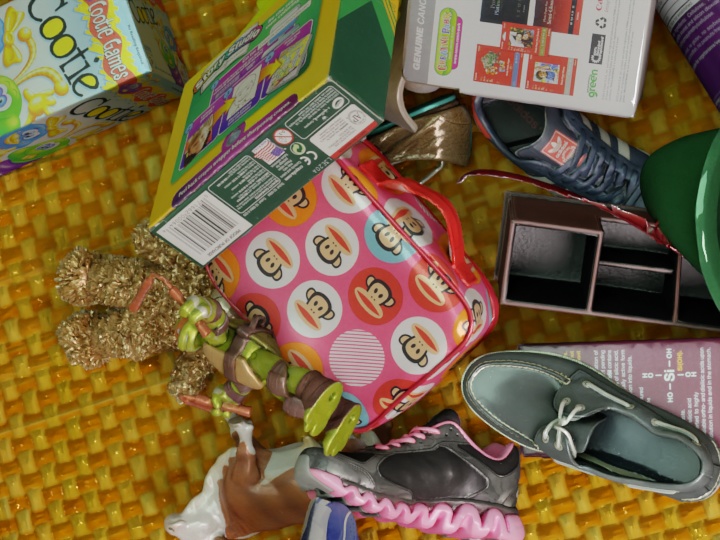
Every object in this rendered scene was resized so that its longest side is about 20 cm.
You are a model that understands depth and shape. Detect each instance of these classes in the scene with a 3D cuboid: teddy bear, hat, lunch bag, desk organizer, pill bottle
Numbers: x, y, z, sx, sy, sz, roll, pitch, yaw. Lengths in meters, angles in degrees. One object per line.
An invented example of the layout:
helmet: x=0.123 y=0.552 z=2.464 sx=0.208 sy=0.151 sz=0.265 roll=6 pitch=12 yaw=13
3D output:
teddy bear: x=-0.157 y=0.030 z=1.620 sx=0.200 sy=0.067 sz=0.145 roll=16 pitch=91 yaw=16
hat: x=0.219 y=-0.053 z=1.464 sx=0.176 sy=0.200 sz=0.166 roll=6 pitch=53 yaw=43
lunch bag: x=0.000 y=0.000 z=1.485 sx=0.176 sy=0.082 sz=0.200 roll=-43 pitch=82 yaw=26
desk organizer: x=0.203 y=-0.004 z=1.494 sx=0.200 sy=0.077 sz=0.072 roll=7 pitch=106 yaw=1
pill bottle: x=0.287 y=-0.196 z=1.507 sx=0.112 sy=0.112 sz=0.200 roll=-31 pitch=77 yaw=9

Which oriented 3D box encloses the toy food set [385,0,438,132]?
toy food set: x=0.050 y=-0.215 z=1.576 sx=0.200 sy=0.060 sz=0.144 roll=-59 pitch=37 yaw=1

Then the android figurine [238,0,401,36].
android figurine: x=-0.032 y=-0.186 z=1.568 sx=0.200 sy=0.041 sz=0.182 roll=-48 pitch=39 yaw=21

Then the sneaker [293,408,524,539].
sneaker: x=0.041 y=0.147 z=1.518 sx=0.079 sy=0.200 sz=0.095 roll=-4 pitch=73 yaw=59

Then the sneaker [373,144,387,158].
sneaker: x=-0.005 y=0.005 z=1.572 sx=0.087 sy=0.075 sz=0.200 roll=-9 pitch=98 yaw=19

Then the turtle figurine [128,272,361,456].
turtle figurine: x=-0.077 y=0.072 z=1.457 sx=0.161 sy=0.200 sz=0.064 roll=29 pitch=64 yaw=24

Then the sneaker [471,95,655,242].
sneaker: x=0.165 y=-0.084 z=1.540 sx=0.200 sy=0.085 sz=0.075 roll=33 pitch=93 yaw=15

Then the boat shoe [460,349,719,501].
boat shoe: x=0.161 y=0.107 z=1.419 sx=0.200 sy=0.062 sz=0.073 roll=23 pitch=91 yaw=15

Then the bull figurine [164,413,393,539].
bull figurine: x=-0.060 y=0.159 z=1.575 sx=0.200 sy=0.065 sz=0.121 roll=-9 pitch=115 yaw=6

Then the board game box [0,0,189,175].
board game box: x=-0.257 y=-0.161 z=1.645 sx=0.200 sy=0.105 sz=0.103 roll=-23 pitch=80 yaw=12

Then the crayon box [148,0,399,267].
crayon box: x=-0.060 y=-0.123 z=1.454 sx=0.058 sy=0.173 sz=0.200 roll=36 pitch=127 yaw=-23

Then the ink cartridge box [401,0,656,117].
ink cartridge box: x=0.129 y=-0.226 z=1.460 sx=0.176 sy=0.084 sz=0.200 roll=9 pitch=108 yaw=10

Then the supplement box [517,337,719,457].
supplement box: x=0.223 y=0.096 z=1.494 sx=0.200 sy=0.110 sz=0.086 roll=-2 pitch=84 yaw=14

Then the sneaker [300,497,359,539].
sneaker: x=0.004 y=0.250 z=1.519 sx=0.115 sy=0.199 sz=0.081 roll=10 pitch=50 yaw=2

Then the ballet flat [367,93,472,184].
ballet flat: x=-0.003 y=-0.080 z=1.601 sx=0.200 sy=0.068 sz=0.072 roll=-17 pitch=98 yaw=8
